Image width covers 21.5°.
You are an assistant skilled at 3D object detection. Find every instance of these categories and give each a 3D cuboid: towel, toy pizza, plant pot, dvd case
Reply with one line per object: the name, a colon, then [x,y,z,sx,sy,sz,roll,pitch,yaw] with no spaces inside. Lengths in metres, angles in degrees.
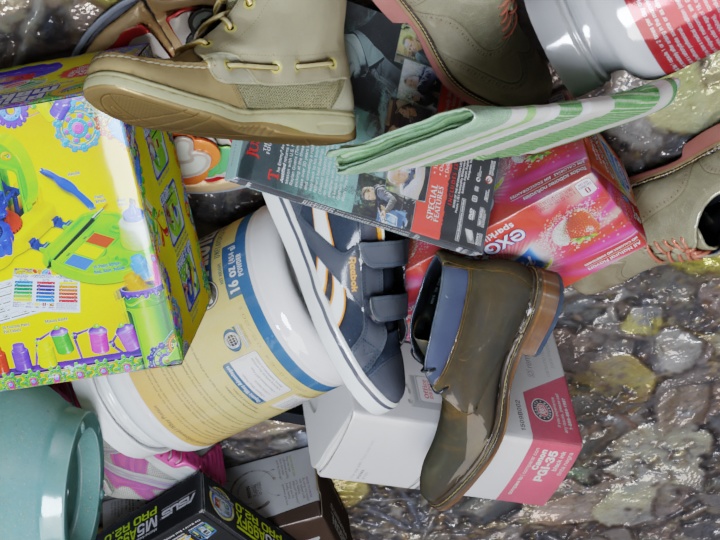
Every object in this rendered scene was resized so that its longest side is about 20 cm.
towel: [0.097,-0.095,1.246,0.200,0.023,0.152,-9,176,-39]
toy pizza: [-0.108,-0.121,1.335,0.199,0.032,0.201,-5,137,-5]
plant pot: [-0.262,0.156,1.375,0.134,0.201,0.201,3,137,6]
dvd case: [0.011,-0.104,1.303,0.199,0.147,0.022,16,169,-29]

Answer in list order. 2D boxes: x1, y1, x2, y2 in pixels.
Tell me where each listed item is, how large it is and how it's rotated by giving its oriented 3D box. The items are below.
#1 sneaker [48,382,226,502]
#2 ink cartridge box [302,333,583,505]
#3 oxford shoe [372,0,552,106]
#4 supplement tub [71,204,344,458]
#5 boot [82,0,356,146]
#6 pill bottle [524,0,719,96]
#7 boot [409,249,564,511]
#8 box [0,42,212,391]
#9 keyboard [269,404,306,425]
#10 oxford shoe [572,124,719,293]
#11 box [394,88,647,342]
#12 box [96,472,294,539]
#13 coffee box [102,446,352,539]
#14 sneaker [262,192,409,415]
sneaker: [-0.201,0.142,1.561,0.088,0.082,0.200,-32,132,20]
ink cartridge box: [0.060,0.098,1.513,0.199,0.147,0.083,10,134,-21]
oxford shoe: [0.080,-0.169,1.275,0.075,0.071,0.200,-14,144,37]
supplement tub: [-0.106,0.049,1.428,0.200,0.145,0.145,-26,135,23]
boot: [-0.083,-0.163,1.193,0.200,0.156,0.073,4,177,-38]
pill bottle: [0.214,-0.196,1.255,0.200,0.112,0.112,-26,135,16]
boot: [0.063,0.076,1.383,0.097,0.075,0.201,18,104,-22]
box: [-0.225,-0.032,1.274,0.199,0.122,0.193,-8,110,9]
keyboard: [-0.006,0.123,1.542,0.199,0.127,0.021,10,123,-20]
oxford shoe: [0.234,-0.034,1.446,0.070,0.075,0.200,28,125,-34]
box: [0.100,-0.033,1.419,0.200,0.096,0.100,-27,135,18]
box: [-0.157,0.269,1.615,0.200,0.044,0.160,-32,128,21]
coffee box: [-0.115,0.241,1.682,0.199,0.080,0.115,-16,136,7]
sneaker: [0.000,0.000,1.344,0.079,0.201,0.078,-24,180,17]
